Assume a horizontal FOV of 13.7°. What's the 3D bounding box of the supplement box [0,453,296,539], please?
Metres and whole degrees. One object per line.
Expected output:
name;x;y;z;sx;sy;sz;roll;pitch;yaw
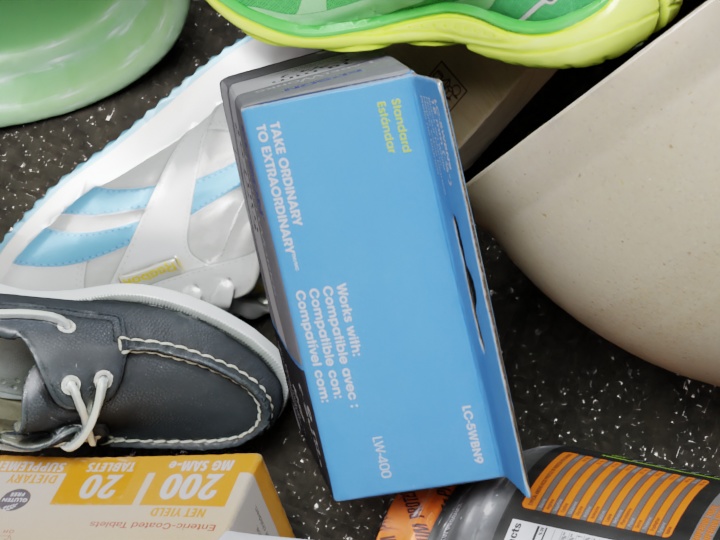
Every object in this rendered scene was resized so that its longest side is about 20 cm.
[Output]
supplement box;-0.111;0.159;1.101;0.126;0.074;0.200;-2;40;22

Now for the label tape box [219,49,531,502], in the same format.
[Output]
label tape box;0.000;0.000;1.058;0.063;0.200;0.144;-14;99;-4

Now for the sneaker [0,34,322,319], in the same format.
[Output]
sneaker;-0.076;-0.007;1.191;0.200;0.076;0.081;-42;71;12

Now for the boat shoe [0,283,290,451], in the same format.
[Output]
boat shoe;-0.126;0.041;1.150;0.200;0.076;0.060;9;35;-1

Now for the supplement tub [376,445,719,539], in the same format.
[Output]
supplement tub;0.108;0.130;1.040;0.200;0.123;0.123;10;79;27

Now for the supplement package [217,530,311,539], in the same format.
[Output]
supplement package;0.025;0.171;0.955;0.200;0.121;0.120;1;31;31

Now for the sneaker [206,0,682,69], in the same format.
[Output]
sneaker;0.023;-0.119;1.029;0.200;0.074;0.084;7;117;38

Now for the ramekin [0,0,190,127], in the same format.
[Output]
ramekin;-0.170;-0.146;1.209;0.200;0.200;0.098;-15;62;19

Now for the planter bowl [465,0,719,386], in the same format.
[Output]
planter bowl;0.150;-0.034;1.050;0.200;0.200;0.135;-37;91;9

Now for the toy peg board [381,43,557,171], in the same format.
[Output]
toy peg board;0.062;-0.171;1.183;0.199;0.098;0.200;-49;61;21
